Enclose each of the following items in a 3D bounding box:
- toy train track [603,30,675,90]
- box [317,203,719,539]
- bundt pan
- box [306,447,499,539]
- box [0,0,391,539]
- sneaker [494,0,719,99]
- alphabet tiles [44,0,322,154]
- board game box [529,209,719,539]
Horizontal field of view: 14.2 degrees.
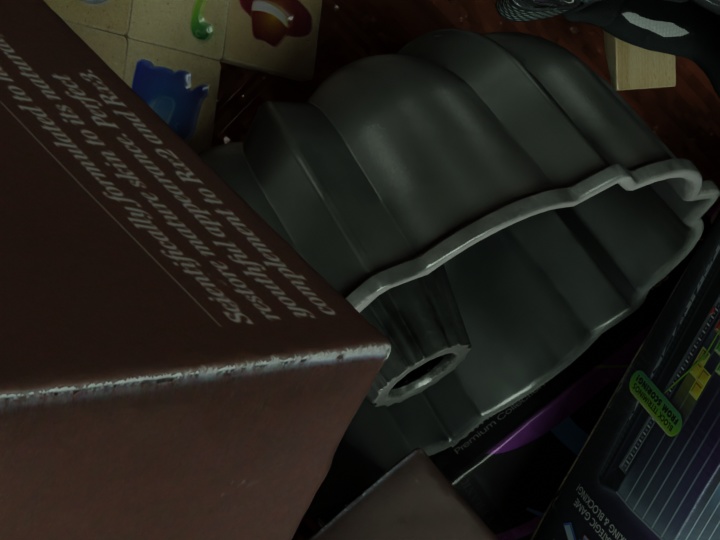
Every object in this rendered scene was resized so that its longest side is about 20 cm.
[{"bbox_3d":[0.042,-0.110,0.869,0.199,0.032,0.115,-6,98,-32],"label":"toy train track"},{"bbox_3d":[0.103,0.078,0.986,0.200,0.036,0.143,-37,121,-2],"label":"box"},{"bbox_3d":[0.000,0.000,0.841,0.201,0.076,0.202,-28,164,-9],"label":"bundt pan"},{"bbox_3d":[0.052,0.155,0.872,0.075,0.100,0.200,-41,85,-11],"label":"box"},{"bbox_3d":[-0.133,0.054,0.692,0.164,0.166,0.200,-5,131,-48],"label":"box"},{"bbox_3d":[0.080,-0.125,0.819,0.140,0.078,0.200,-41,92,-18],"label":"sneaker"},{"bbox_3d":[-0.086,-0.120,0.792,0.199,0.008,0.168,11,83,-39],"label":"alphabet tiles"},{"bbox_3d":[0.169,0.057,0.928,0.199,0.057,0.166,11,114,-39],"label":"board game box"}]
